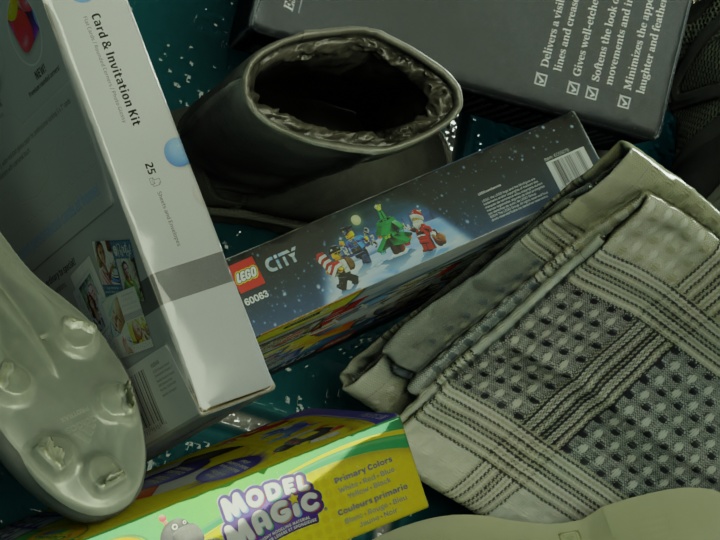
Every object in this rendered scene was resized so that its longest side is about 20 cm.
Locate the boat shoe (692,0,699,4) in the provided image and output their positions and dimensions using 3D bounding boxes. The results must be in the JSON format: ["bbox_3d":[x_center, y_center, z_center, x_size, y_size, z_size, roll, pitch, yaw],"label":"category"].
[{"bbox_3d":[0.140,-0.208,1.490,0.066,0.057,0.201,-7,78,-26],"label":"boat shoe"}]

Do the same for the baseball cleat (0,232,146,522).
[{"bbox_3d":[-0.160,0.038,1.244,0.069,0.107,0.200,-21,66,-32],"label":"baseball cleat"}]

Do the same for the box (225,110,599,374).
[{"bbox_3d":[0.000,0.000,1.319,0.199,0.137,0.038,-24,82,-29],"label":"box"}]

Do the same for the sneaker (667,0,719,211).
[{"bbox_3d":[0.181,-0.061,1.448,0.076,0.114,0.200,12,109,-25],"label":"sneaker"}]

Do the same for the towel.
[{"bbox_3d":[0.118,0.054,1.320,0.200,0.192,0.035,36,30,-25],"label":"towel"}]

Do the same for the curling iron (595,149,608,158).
[{"bbox_3d":[0.094,0.001,1.423,0.049,0.026,0.201,15,59,20],"label":"curling iron"}]

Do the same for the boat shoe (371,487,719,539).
[{"bbox_3d":[0.082,0.150,1.338,0.199,0.063,0.071,-10,42,-1],"label":"boat shoe"}]

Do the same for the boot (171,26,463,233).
[{"bbox_3d":[-0.004,-0.064,1.299,0.181,0.200,0.073,-6,78,-26],"label":"boot"}]

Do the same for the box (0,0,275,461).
[{"bbox_3d":[-0.117,-0.019,1.260,0.041,0.156,0.201,-19,83,-29],"label":"box"}]

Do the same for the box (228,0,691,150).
[{"bbox_3d":[0.053,-0.153,1.364,0.199,0.107,0.149,15,87,-8],"label":"box"}]

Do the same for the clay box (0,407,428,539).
[{"bbox_3d":[-0.084,0.113,1.247,0.199,0.115,0.048,-19,96,-21],"label":"clay box"}]
